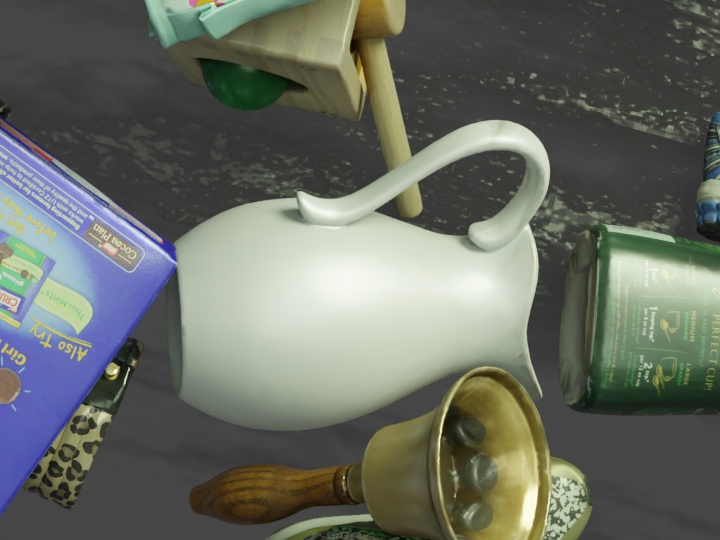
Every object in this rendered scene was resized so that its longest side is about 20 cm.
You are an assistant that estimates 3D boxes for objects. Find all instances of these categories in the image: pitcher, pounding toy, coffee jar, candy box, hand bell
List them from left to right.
[{"bbox_3d":[-0.213,0.024,1.011,0.169,0.077,0.201,36,92,-7],"label":"candy box"},{"bbox_3d":[-0.019,-0.148,1.072,0.141,0.184,0.202,12,86,5],"label":"pounding toy"},{"bbox_3d":[-0.010,0.113,1.067,0.104,0.199,0.105,15,70,-50],"label":"hand bell"},{"bbox_3d":[0.000,0.000,1.073,0.198,0.122,0.173,-4,123,-11],"label":"pitcher"},{"bbox_3d":[0.214,0.036,1.133,0.198,0.085,0.105,6,84,-7],"label":"coffee jar"}]

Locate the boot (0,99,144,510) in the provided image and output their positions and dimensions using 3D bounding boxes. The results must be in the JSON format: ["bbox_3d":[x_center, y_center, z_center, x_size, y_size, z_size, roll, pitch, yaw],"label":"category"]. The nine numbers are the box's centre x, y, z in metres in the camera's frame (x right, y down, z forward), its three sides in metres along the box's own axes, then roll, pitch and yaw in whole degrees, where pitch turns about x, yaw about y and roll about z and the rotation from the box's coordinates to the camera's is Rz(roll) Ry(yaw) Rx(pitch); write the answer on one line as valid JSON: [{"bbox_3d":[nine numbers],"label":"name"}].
[{"bbox_3d":[-0.187,0.019,1.083,0.149,0.073,0.201,23,89,-5],"label":"boot"}]

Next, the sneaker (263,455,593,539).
[{"bbox_3d":[0.038,0.157,1.101,0.198,0.089,0.078,-19,95,-8],"label":"sneaker"}]

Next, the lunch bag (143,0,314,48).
[{"bbox_3d":[-0.041,-0.214,0.927,0.169,0.122,0.202,-17,79,1],"label":"lunch bag"}]

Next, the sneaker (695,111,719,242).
[{"bbox_3d":[0.287,-0.064,1.154,0.198,0.077,0.086,-1,84,-8],"label":"sneaker"}]
